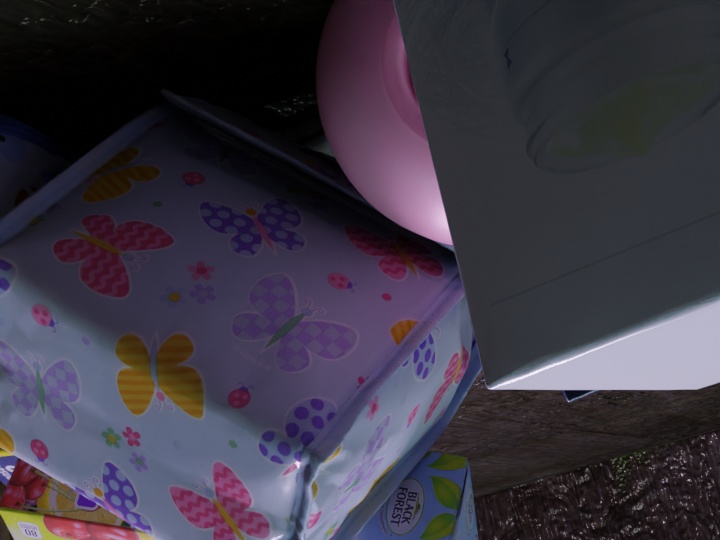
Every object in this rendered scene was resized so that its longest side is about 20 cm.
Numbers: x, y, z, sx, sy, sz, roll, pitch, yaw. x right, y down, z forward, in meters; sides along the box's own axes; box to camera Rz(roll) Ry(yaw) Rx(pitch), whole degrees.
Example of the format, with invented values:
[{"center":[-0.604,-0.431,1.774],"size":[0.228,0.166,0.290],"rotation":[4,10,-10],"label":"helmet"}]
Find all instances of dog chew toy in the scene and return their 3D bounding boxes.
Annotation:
[{"center":[0.051,-0.068,0.730],"size":[0.124,0.125,0.200],"rotation":[-15,176,6],"label":"dog chew toy"}]

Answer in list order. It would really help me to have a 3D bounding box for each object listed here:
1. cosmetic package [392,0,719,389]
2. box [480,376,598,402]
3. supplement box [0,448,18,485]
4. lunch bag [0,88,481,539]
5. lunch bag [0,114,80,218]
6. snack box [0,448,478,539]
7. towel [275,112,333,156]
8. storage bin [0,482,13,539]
[{"center":[0.120,-0.087,0.522],"size":[0.199,0.201,0.123],"rotation":[-24,164,37],"label":"cosmetic package"},{"center":[0.158,0.023,0.940],"size":[0.199,0.032,0.121],"rotation":[-24,177,5],"label":"box"},{"center":[-0.074,0.067,0.927],"size":[0.199,0.110,0.109],"rotation":[-9,139,29],"label":"supplement box"},{"center":[-0.041,0.011,0.767],"size":[0.200,0.169,0.127],"rotation":[-42,156,-47],"label":"lunch bag"},{"center":[-0.180,-0.006,0.842],"size":[0.160,0.076,0.200],"rotation":[-22,167,11],"label":"lunch bag"},{"center":[-0.046,0.140,0.863],"size":[0.199,0.068,0.169],"rotation":[9,145,13],"label":"snack box"},{"center":[0.000,0.000,0.946],"size":[0.200,0.035,0.193],"rotation":[-23,135,29],"label":"towel"},{"center":[-0.140,0.116,1.121],"size":[0.199,0.199,0.094],"rotation":[-7,165,-28],"label":"storage bin"}]
